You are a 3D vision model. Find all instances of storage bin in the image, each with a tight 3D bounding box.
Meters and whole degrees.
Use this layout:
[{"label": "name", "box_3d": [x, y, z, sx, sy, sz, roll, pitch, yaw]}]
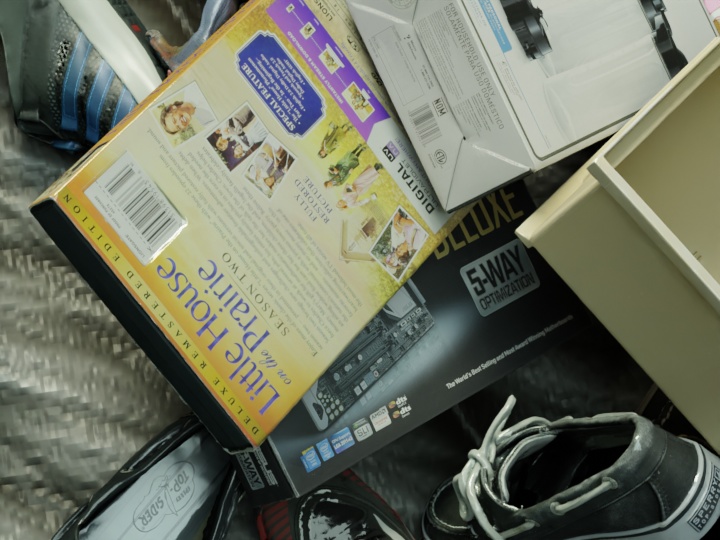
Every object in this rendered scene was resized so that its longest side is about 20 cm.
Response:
[{"label": "storage bin", "box_3d": [0.210, -0.014, 0.947, 0.200, 0.094, 0.198, 47, 61, 0]}]

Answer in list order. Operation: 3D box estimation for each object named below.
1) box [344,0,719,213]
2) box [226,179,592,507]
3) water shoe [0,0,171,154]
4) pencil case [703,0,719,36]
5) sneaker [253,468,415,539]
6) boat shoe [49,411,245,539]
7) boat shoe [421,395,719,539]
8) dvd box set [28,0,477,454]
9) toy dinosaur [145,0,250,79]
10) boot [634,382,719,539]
[{"label": "box", "box_3d": [0.093, -0.115, 1.021, 0.199, 0.060, 0.117, -25, 90, -49]}, {"label": "box", "box_3d": [0.000, 0.000, 1.020, 0.199, 0.050, 0.159, -26, 92, -32]}, {"label": "water shoe", "box_3d": [-0.133, -0.085, 1.057, 0.079, 0.071, 0.201, -35, 86, 8]}, {"label": "pencil case", "box_3d": [0.194, -0.125, 1.127, 0.201, 0.083, 0.086, 57, 27, 5]}, {"label": "sneaker", "box_3d": [0.018, 0.168, 1.002, 0.071, 0.098, 0.201, -30, 83, -16]}, {"label": "boat shoe", "box_3d": [-0.116, 0.145, 0.992, 0.074, 0.066, 0.199, 44, 71, 0]}, {"label": "boat shoe", "box_3d": [0.081, 0.101, 0.977, 0.068, 0.199, 0.074, 35, 68, -24]}, {"label": "dvd box set", "box_3d": [-0.037, -0.037, 0.955, 0.147, 0.029, 0.200, 51, 59, -14]}, {"label": "toy dinosaur", "box_3d": [-0.008, -0.142, 1.050, 0.181, 0.200, 0.105, -41, 110, 7]}, {"label": "boot", "box_3d": [0.169, 0.110, 1.023, 0.073, 0.151, 0.201, 34, 71, -3]}]
